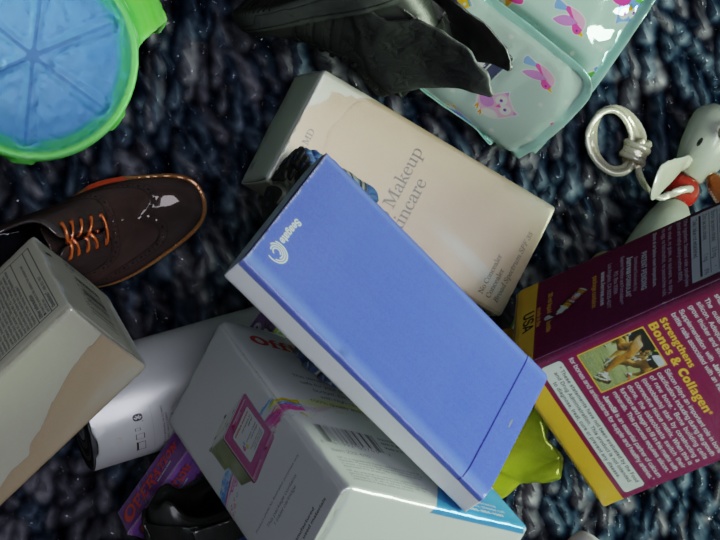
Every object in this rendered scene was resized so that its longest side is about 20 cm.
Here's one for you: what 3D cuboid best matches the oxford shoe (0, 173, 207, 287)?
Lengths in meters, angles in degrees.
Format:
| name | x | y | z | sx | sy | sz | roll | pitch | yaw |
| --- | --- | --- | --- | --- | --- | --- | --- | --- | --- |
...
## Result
| name | x | y | z | sx | sy | sz | roll | pitch | yaw |
| --- | --- | --- | --- | --- | --- | --- | --- | --- | --- |
| oxford shoe | -0.193 | -0.017 | 1.418 | 0.200 | 0.073 | 0.071 | -22 | 97 | -16 |

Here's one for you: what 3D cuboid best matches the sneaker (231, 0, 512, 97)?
| name | x | y | z | sx | sy | sz | roll | pitch | yaw |
| --- | --- | --- | --- | --- | --- | --- | --- | --- | --- |
| sneaker | 0.004 | -0.158 | 1.430 | 0.060 | 0.199 | 0.104 | -49 | 119 | -38 |

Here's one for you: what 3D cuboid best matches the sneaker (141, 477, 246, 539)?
| name | x | y | z | sx | sy | sz | roll | pitch | yaw |
| --- | --- | --- | --- | --- | --- | --- | --- | --- | --- |
| sneaker | -0.047 | 0.173 | 1.379 | 0.199 | 0.077 | 0.112 | -7 | 110 | 1 |

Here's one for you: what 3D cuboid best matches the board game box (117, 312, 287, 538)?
| name | x | y | z | sx | sy | sz | roll | pitch | yaw |
| --- | --- | --- | --- | --- | --- | --- | --- | --- | --- |
| board game box | -0.064 | 0.114 | 1.423 | 0.120 | 0.032 | 0.200 | 22 | 111 | -41 |

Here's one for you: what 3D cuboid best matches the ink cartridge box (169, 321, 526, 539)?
| name | x | y | z | sx | sy | sz | roll | pitch | yaw |
| --- | --- | --- | --- | --- | --- | --- | --- | --- | --- |
| ink cartridge box | -0.012 | 0.126 | 1.304 | 0.144 | 0.200 | 0.085 | 17 | 110 | -34 |

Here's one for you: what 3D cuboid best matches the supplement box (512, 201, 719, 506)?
| name | x | y | z | sx | sy | sz | roll | pitch | yaw |
| --- | --- | --- | --- | --- | --- | --- | --- | --- | --- |
| supplement box | 0.216 | 0.047 | 1.367 | 0.200 | 0.103 | 0.131 | -24 | 116 | 21 |

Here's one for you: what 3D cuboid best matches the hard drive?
| name | x | y | z | sx | sy | sz | roll | pitch | yaw |
| --- | --- | --- | --- | --- | --- | --- | --- | --- | --- |
| hard drive | 0.020 | 0.035 | 1.256 | 0.200 | 0.025 | 0.132 | 45 | 38 | -8 |

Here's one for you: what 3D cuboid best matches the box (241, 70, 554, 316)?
| name | x | y | z | sx | sy | sz | roll | pitch | yaw |
| --- | --- | --- | --- | --- | --- | --- | --- | --- | --- |
| box | 0.026 | -0.054 | 1.485 | 0.200 | 0.078 | 0.095 | 28 | 84 | -16 |

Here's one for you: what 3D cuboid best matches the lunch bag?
| name | x | y | z | sx | sy | sz | roll | pitch | yaw |
| --- | --- | --- | --- | --- | --- | --- | --- | --- | --- |
| lunch bag | 0.109 | -0.201 | 1.491 | 0.170 | 0.122 | 0.200 | 33 | 97 | -19 |

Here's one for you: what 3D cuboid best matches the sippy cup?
| name | x | y | z | sx | sy | sz | roll | pitch | yaw |
| --- | --- | --- | --- | --- | --- | --- | --- | --- | --- |
| sippy cup | -0.225 | -0.138 | 1.377 | 0.177 | 0.130 | 0.140 | 12 | 88 | -17 |

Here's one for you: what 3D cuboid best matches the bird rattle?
| name | x | y | z | sx | sy | sz | roll | pitch | yaw |
| --- | --- | --- | --- | --- | --- | --- | --- | --- | --- |
| bird rattle | 0.061 | 0.123 | 1.465 | 0.113 | 0.200 | 0.163 | 35 | 42 | -9 |

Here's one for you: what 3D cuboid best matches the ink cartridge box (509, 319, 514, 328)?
| name | x | y | z | sx | sy | sz | roll | pitch | yaw |
| --- | --- | --- | --- | --- | --- | --- | --- | --- | --- |
| ink cartridge box | 0.209 | 0.065 | 1.476 | 0.148 | 0.200 | 0.076 | 36 | 63 | -15 |

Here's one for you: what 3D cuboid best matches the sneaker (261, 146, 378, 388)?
| name | x | y | z | sx | sy | sz | roll | pitch | yaw |
| --- | --- | --- | --- | --- | --- | --- | --- | --- | --- |
| sneaker | 0.000 | 0.000 | 1.355 | 0.085 | 0.200 | 0.077 | 18 | 129 | -30 |

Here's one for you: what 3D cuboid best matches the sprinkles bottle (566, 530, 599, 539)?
| name | x | y | z | sx | sy | sz | roll | pitch | yaw |
| --- | --- | --- | --- | --- | --- | --- | --- | --- | --- |
| sprinkles bottle | 0.112 | 0.279 | 1.523 | 0.200 | 0.068 | 0.068 | -40 | 102 | -13 |

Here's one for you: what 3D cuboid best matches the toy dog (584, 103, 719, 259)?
| name | x | y | z | sx | sy | sz | roll | pitch | yaw |
| --- | --- | --- | --- | --- | --- | --- | --- | --- | --- |
| toy dog | 0.236 | -0.030 | 1.543 | 0.132 | 0.096 | 0.201 | 5 | 89 | -18 |

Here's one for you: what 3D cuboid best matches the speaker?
| name | x | y | z | sx | sy | sz | roll | pitch | yaw |
| --- | --- | --- | --- | --- | --- | --- | --- | --- | --- |
| speaker | -0.102 | 0.074 | 1.445 | 0.199 | 0.081 | 0.081 | -16 | 96 | -17 |

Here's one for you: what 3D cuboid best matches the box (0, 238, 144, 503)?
| name | x | y | z | sx | sy | sz | roll | pitch | yaw |
| --- | --- | --- | --- | --- | --- | --- | --- | --- | --- |
| box | -0.247 | 0.087 | 1.349 | 0.200 | 0.095 | 0.078 | -43 | 130 | 6 |
